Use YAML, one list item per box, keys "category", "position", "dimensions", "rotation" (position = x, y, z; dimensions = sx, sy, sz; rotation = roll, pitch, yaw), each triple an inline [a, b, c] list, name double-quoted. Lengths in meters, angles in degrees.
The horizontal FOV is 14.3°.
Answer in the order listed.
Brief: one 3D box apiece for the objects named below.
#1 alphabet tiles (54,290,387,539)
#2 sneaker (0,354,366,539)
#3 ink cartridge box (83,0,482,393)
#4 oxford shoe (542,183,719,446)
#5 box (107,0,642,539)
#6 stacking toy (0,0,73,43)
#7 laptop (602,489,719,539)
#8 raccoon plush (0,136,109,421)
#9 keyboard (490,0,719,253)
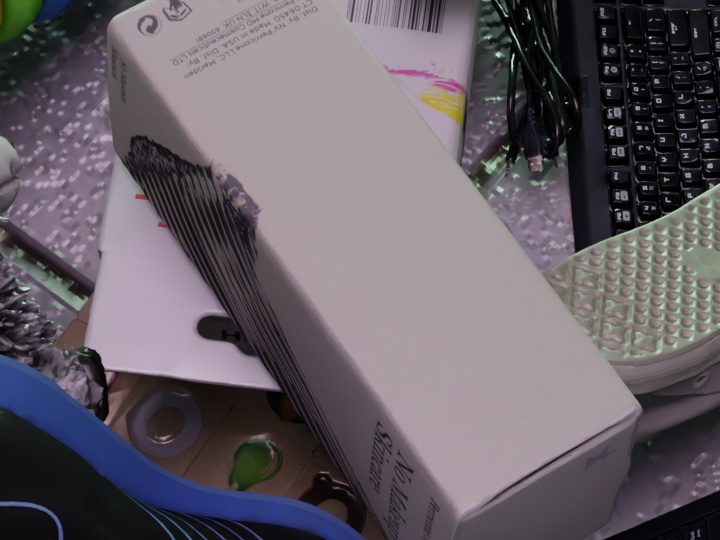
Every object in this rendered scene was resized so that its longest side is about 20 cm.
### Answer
- category: "alphabet tiles"
  position: [-0.048, 0.081, 0.968]
  dimensions: [0.166, 0.006, 0.200]
  rotation: [28, 66, 15]
- category: "sneaker"
  position: [-0.059, 0.098, 0.825]
  dimensions: [0.070, 0.200, 0.078]
  rotation: [-34, 42, 33]
- category: "ink cartridge box"
  position: [-0.024, -0.033, 0.986]
  dimensions: [0.115, 0.068, 0.200]
  rotation: [7, 60, 3]
- category: "oxford shoe"
  position: [0.127, 0.012, 0.957]
  dimensions: [0.200, 0.058, 0.075]
  rotation: [-17, 53, -35]
- category: "box"
  position: [0.000, 0.000, 0.884]
  dimensions: [0.068, 0.082, 0.200]
  rotation: [-28, 65, -17]
- category: "stacking toy"
  position: [-0.140, -0.102, 0.992]
  dimensions: [0.085, 0.085, 0.200]
  rotation: [26, 48, 15]
- category: "laptop"
  position: [0.057, 0.152, 0.869]
  dimensions: [0.103, 0.200, 0.178]
  rotation: [20, 55, -39]
- category: "raccoon plush"
  position: [-0.156, 0.020, 0.851]
  dimensions: [0.097, 0.134, 0.200]
  rotation: [-20, 15, 29]
- category: "keyboard"
  position: [0.099, -0.067, 1.023]
  dimensions: [0.104, 0.040, 0.200]
  rotation: [-3, 61, 0]
